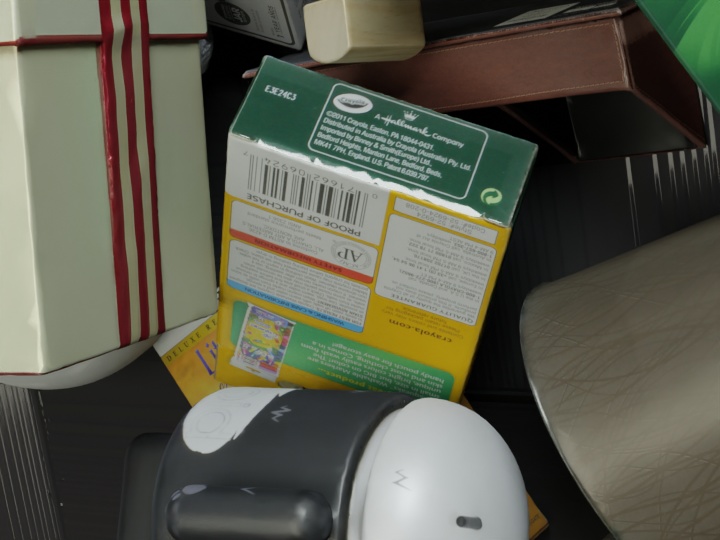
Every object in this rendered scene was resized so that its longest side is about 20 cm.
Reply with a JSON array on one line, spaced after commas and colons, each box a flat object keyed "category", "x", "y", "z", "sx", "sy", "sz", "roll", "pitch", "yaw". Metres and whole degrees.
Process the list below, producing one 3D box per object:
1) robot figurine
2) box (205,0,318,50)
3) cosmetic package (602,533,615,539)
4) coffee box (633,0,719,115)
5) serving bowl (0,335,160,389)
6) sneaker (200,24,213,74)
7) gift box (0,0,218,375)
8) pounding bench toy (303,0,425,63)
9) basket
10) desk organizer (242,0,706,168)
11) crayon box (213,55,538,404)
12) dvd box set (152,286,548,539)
[{"category": "robot figurine", "x": -0.018, "y": 0.120, "z": 0.826, "sx": 0.198, "sy": 0.150, "sz": 0.126, "roll": 0, "pitch": 119, "yaw": 28}, {"category": "box", "x": -0.116, "y": -0.181, "z": 0.829, "sx": 0.198, "sy": 0.117, "sz": 0.061, "roll": 16, "pitch": 70, "yaw": 14}, {"category": "cosmetic package", "x": 0.169, "y": 0.217, "z": 0.810, "sx": 0.085, "sy": 0.107, "sz": 0.201, "roll": -30, "pitch": 90, "yaw": 36}, {"category": "coffee box", "x": 0.154, "y": -0.124, "z": 0.623, "sx": 0.122, "sy": 0.044, "sz": 0.200, "roll": -31, "pitch": 128, "yaw": 17}, {"category": "serving bowl", "x": -0.196, "y": -0.014, "z": 0.932, "sx": 0.198, "sy": 0.066, "sz": 0.202, "roll": 14, "pitch": 127, "yaw": 20}, {"category": "sneaker", "x": -0.162, "y": -0.110, "z": 0.942, "sx": 0.199, "sy": 0.075, "sz": 0.116, "roll": 25, "pitch": 120, "yaw": 29}, {"category": "gift box", "x": -0.171, "y": -0.062, "z": 0.781, "sx": 0.183, "sy": 0.200, "sz": 0.189, "roll": -1, "pitch": 99, "yaw": 17}, {"category": "pounding bench toy", "x": 0.023, "y": -0.199, "z": 0.717, "sx": 0.200, "sy": 0.124, "sz": 0.157, "roll": -40, "pitch": 66, "yaw": 35}, {"category": "basket", "x": 0.195, "y": 0.032, "z": 0.717, "sx": 0.200, "sy": 0.136, "sz": 0.181, "roll": -35, "pitch": 101, "yaw": 32}, {"category": "desk organizer", "x": 0.052, "y": -0.075, "z": 0.812, "sx": 0.199, "sy": 0.072, "sz": 0.078, "roll": -5, "pitch": 106, "yaw": 35}, {"category": "crayon box", "x": 0.000, "y": 0.000, "z": 0.813, "sx": 0.125, "sy": 0.052, "sz": 0.201, "roll": 19, "pitch": 145, "yaw": 5}, {"category": "dvd box set", "x": -0.010, "y": 0.084, "z": 0.931, "sx": 0.146, "sy": 0.029, "sz": 0.201, "roll": -36, "pitch": 85, "yaw": 36}]
